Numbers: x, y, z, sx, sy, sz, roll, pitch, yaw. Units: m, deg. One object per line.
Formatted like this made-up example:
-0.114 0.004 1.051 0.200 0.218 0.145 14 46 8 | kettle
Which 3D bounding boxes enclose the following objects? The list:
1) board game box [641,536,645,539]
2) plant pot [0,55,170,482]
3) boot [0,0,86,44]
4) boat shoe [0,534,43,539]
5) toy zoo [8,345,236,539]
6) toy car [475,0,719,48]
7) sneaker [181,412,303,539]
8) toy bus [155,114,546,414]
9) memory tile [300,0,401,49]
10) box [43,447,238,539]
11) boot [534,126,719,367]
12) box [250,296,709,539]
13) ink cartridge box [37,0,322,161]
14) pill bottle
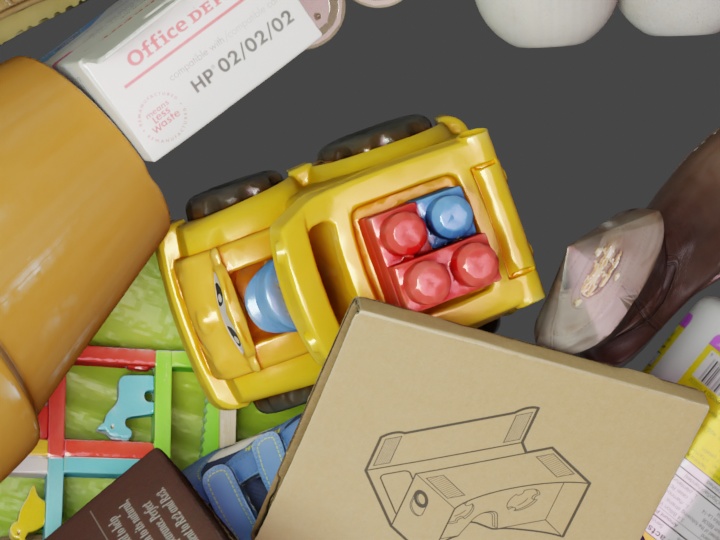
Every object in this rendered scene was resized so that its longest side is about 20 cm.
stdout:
0.070 0.186 1.535 0.200 0.032 0.120 -31 79 23 | board game box
-0.206 -0.008 1.408 0.183 0.200 0.200 -43 103 -19 | plant pot
-0.200 -0.231 1.443 0.175 0.066 0.200 -25 103 26 | boot
-0.134 0.204 1.542 0.200 0.072 0.065 10 133 -4 | boat shoe
-0.170 0.107 1.523 0.200 0.020 0.131 3 77 -11 | toy zoo
0.151 -0.213 1.487 0.200 0.150 0.175 -5 99 -17 | toy car
-0.043 0.119 1.489 0.200 0.082 0.074 -32 88 -5 | sneaker
0.000 0.000 1.468 0.200 0.192 0.136 -20 96 -8 | toy bus
-0.025 -0.239 1.527 0.153 0.017 0.200 -30 101 -5 | memory tile
-0.090 0.236 1.392 0.164 0.166 0.200 -39 114 -3 | box
0.168 -0.022 1.494 0.064 0.200 0.187 35 91 15 | boot
0.062 0.107 1.430 0.200 0.021 0.164 15 119 -15 | box
-0.097 -0.116 1.430 0.115 0.200 0.068 -38 102 -11 | ink cartridge box
0.180 0.121 1.565 0.104 0.104 0.200 38 93 -12 | pill bottle
